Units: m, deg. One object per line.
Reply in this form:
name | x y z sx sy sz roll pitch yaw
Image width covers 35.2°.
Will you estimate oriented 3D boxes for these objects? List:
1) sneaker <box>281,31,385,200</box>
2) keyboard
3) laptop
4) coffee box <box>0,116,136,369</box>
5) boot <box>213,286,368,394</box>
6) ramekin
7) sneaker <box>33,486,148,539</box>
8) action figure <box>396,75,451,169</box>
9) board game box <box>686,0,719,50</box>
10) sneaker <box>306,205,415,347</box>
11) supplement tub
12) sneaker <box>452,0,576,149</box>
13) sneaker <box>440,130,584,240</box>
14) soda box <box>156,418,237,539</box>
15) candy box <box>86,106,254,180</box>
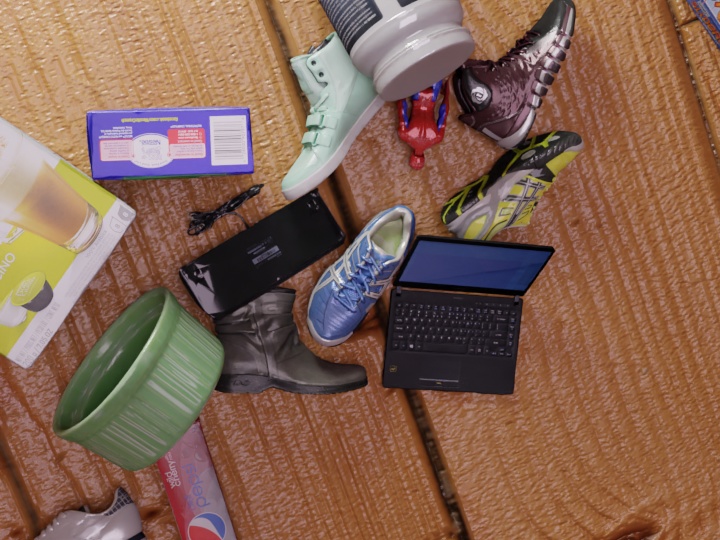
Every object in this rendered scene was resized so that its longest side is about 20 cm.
sneaker | -0.059 -0.186 1.341 0.118 0.074 0.201 40 76 -20
keyboard | -0.128 -0.038 1.355 0.200 0.021 0.127 -32 91 -18
laptop | 0.131 0.059 1.393 0.177 0.103 0.200 5 94 -12
coffee box | -0.379 -0.040 1.220 0.198 0.200 0.200 35 87 -13
boot | -0.084 0.082 1.370 0.200 0.068 0.131 2 89 -14
ramekin | -0.243 0.126 1.273 0.098 0.200 0.200 40 86 -21
sneaker | -0.354 0.328 1.335 0.200 0.076 0.081 -22 88 -14
action figure | 0.079 -0.223 1.383 0.065 0.052 0.200 6 93 -9
board game box | 0.529 -0.374 1.475 0.200 0.034 0.135 -41 102 -6
sneaker | 0.000 0.000 1.353 0.076 0.077 0.200 31 75 0
supplement tub | 0.030 -0.310 1.292 0.140 0.140 0.200 -27 82 -9
sneaker | 0.180 -0.258 1.390 0.115 0.076 0.200 23 91 -11
sneaker | 0.196 -0.101 1.415 0.200 0.075 0.076 -36 109 3
soda box | -0.196 0.272 1.357 0.063 0.070 0.200 -18 99 -9
candy box | -0.213 -0.139 1.247 0.169 0.200 0.077 -3 98 -12
